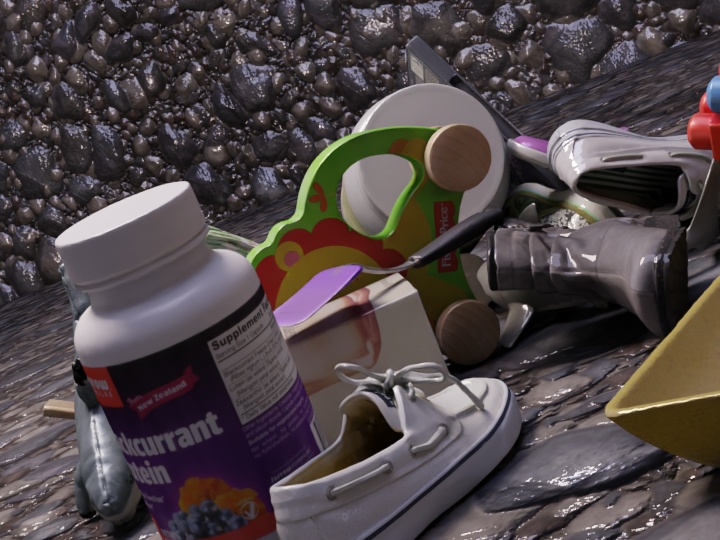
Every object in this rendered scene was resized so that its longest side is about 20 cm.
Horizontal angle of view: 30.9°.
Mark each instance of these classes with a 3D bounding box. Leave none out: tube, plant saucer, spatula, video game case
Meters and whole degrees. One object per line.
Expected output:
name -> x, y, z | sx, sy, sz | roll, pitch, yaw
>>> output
tube -> 0.052, 0.022, 1.171 | 0.076, 0.051, 0.200 | -10, -2, -24
plant saucer -> 0.239, 0.030, 0.600 | 0.198, 0.049, 0.199 | -16, 10, 37
spatula -> 0.022, -0.006, 0.862 | 0.198, 0.021, 0.056 | -22, 9, -33
video game case -> 0.118, -0.120, 1.219 | 0.019, 0.200, 0.143 | -44, -13, -8

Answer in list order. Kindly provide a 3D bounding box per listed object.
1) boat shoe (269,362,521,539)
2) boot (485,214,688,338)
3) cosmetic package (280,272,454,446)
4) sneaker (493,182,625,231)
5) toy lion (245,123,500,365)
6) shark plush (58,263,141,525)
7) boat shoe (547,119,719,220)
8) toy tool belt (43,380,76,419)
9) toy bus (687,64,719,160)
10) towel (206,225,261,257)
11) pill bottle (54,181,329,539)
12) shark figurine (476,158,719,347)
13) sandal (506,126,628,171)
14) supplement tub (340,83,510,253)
boat shoe -> 0.016, 0.085, 0.703 | 0.074, 0.087, 0.201 | -14, 12, 42
boot -> 0.142, 0.002, 0.837 | 0.130, 0.071, 0.200 | 1, 5, 11
cosmetic package -> -0.043, 0.083, 0.866 | 0.198, 0.088, 0.103 | -23, 7, -4
sneaker -> 0.150, -0.024, 1.125 | 0.088, 0.077, 0.200 | -41, 9, -16
toy lion -> 0.000, 0.000, 0.940 | 0.189, 0.203, 0.069 | -5, 6, -14
shark plush -> -0.180, 0.085, 0.943 | 0.090, 0.203, 0.083 | -10, -21, 12
boat shoe -> 0.243, -0.067, 1.028 | 0.197, 0.074, 0.067 | 4, 39, -12
toy tool belt -> -0.179, 0.081, 1.130 | 0.121, 0.127, 0.200 | -9, 13, 24
toy bus -> 0.304, -0.116, 0.794 | 0.190, 0.137, 0.200 | 7, 42, 37
towel -> -0.085, 0.014, 1.154 | 0.198, 0.024, 0.152 | 21, -20, -24
pill bottle -> -0.095, 0.058, 0.741 | 0.110, 0.202, 0.112 | -21, 14, 6
shark figurine -> 0.161, -0.018, 0.956 | 0.212, 0.090, 0.128 | -16, 19, 30
sandal -> 0.218, -0.097, 1.103 | 0.200, 0.051, 0.082 | 12, 9, -15
supplement tub -> 0.055, -0.078, 1.152 | 0.143, 0.147, 0.200 | -23, -6, -5
